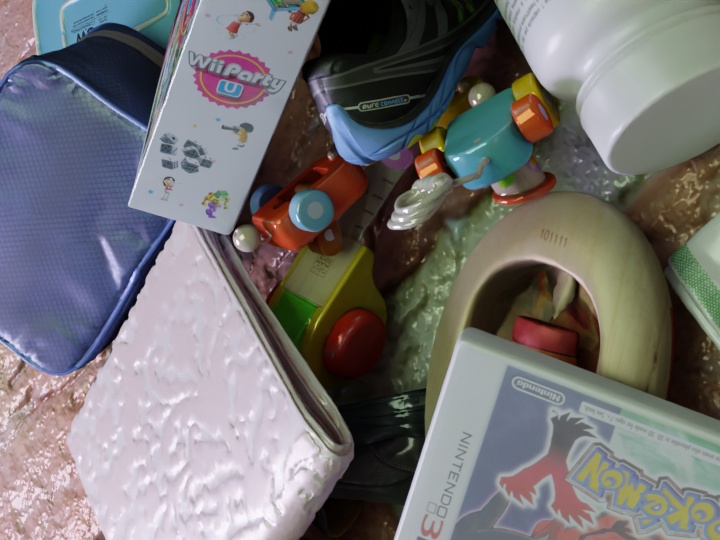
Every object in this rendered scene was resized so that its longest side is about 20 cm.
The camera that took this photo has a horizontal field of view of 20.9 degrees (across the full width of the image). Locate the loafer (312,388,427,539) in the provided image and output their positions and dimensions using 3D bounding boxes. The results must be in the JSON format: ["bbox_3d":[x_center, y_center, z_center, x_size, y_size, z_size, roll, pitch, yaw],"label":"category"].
[{"bbox_3d":[-0.025,0.117,1.108,0.200,0.073,0.073,-16,82,39],"label":"loafer"}]

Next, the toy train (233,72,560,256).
[{"bbox_3d":[0.027,-0.042,1.021,0.056,0.150,0.200,55,159,-19],"label":"toy train"}]

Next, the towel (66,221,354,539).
[{"bbox_3d":[-0.090,0.099,1.091,0.200,0.032,0.191,-59,46,33],"label":"towel"}]

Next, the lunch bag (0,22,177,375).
[{"bbox_3d":[-0.166,-0.041,1.187,0.136,0.132,0.200,38,115,4],"label":"lunch bag"}]

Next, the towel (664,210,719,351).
[{"bbox_3d":[0.247,-0.012,0.916,0.200,0.031,0.149,-47,61,27],"label":"towel"}]

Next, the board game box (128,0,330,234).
[{"bbox_3d":[-0.059,-0.140,1.016,0.200,0.064,0.148,117,164,-46],"label":"board game box"}]

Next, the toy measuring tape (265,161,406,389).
[{"bbox_3d":[0.000,0.000,1.112,0.073,0.074,0.200,28,83,37],"label":"toy measuring tape"}]

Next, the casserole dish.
[{"bbox_3d":[-0.144,-0.163,1.240,0.200,0.039,0.122,-17,76,38],"label":"casserole dish"}]

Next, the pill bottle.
[{"bbox_3d":[0.120,-0.155,0.974,0.113,0.113,0.200,-39,64,31],"label":"pill bottle"}]

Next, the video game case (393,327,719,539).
[{"bbox_3d":[0.116,0.144,0.951,0.199,0.023,0.183,20,111,10],"label":"video game case"}]

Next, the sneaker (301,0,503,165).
[{"bbox_3d":[0.025,-0.142,1.027,0.071,0.083,0.200,-14,35,37],"label":"sneaker"}]

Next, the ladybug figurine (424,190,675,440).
[{"bbox_3d":[0.102,0.059,1.004,0.136,0.072,0.201,23,102,37],"label":"ladybug figurine"}]

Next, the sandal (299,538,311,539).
[{"bbox_3d":[-0.056,0.183,1.130,0.206,0.079,0.059,18,98,47],"label":"sandal"}]
